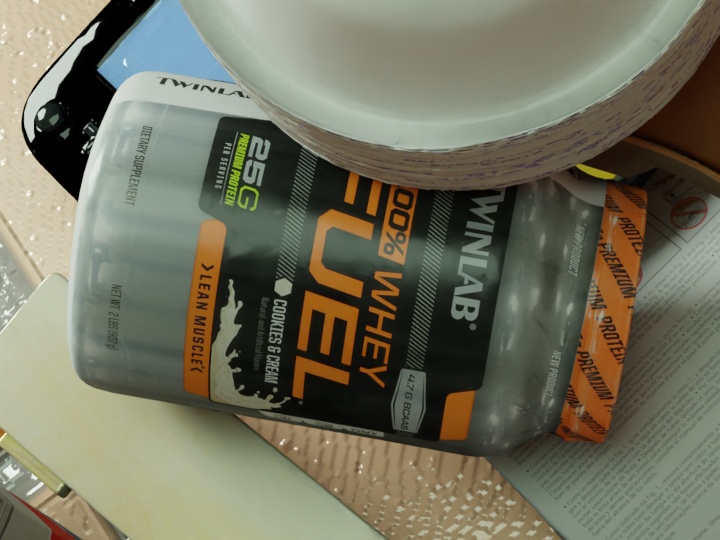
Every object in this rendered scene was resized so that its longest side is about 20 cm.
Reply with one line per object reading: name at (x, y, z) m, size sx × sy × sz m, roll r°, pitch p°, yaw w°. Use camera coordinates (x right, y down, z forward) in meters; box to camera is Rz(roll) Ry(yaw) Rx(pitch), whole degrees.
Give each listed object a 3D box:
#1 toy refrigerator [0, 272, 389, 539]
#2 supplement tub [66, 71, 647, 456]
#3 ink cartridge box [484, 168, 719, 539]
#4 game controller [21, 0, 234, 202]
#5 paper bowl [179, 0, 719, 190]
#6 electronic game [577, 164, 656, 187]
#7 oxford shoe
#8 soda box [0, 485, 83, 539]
toy refrigerator at (-0.063, 0.091, 0.906) m, size 0.200 × 0.076 × 0.070 m, roll 37°, pitch 84°, yaw 25°
supplement tub at (0.000, 0.000, 0.845) m, size 0.199 × 0.123 × 0.123 m, roll 9°, pitch 72°, yaw 3°
ink cartridge box at (0.125, 0.039, 0.894) m, size 0.161 × 0.050 × 0.200 m, roll -44°, pitch 45°, yaw -3°
game controller at (-0.052, -0.104, 0.959) m, size 0.200 × 0.042 × 0.104 m, roll -48°, pitch 53°, yaw 0°
paper bowl at (0.029, -0.134, 0.758) m, size 0.200 × 0.104 × 0.201 m, roll -2°, pitch 79°, yaw 10°
electronic game at (0.043, -0.089, 0.952) m, size 0.200 × 0.042 × 0.200 m, roll -8°, pitch 64°, yaw 16°
oxford shoe at (0.140, -0.063, 0.847) m, size 0.071 × 0.200 × 0.071 m, roll 46°, pitch 119°, yaw 59°
soda box at (-0.147, 0.113, 0.854) m, size 0.063 × 0.200 × 0.068 m, roll 31°, pitch 80°, yaw 25°
